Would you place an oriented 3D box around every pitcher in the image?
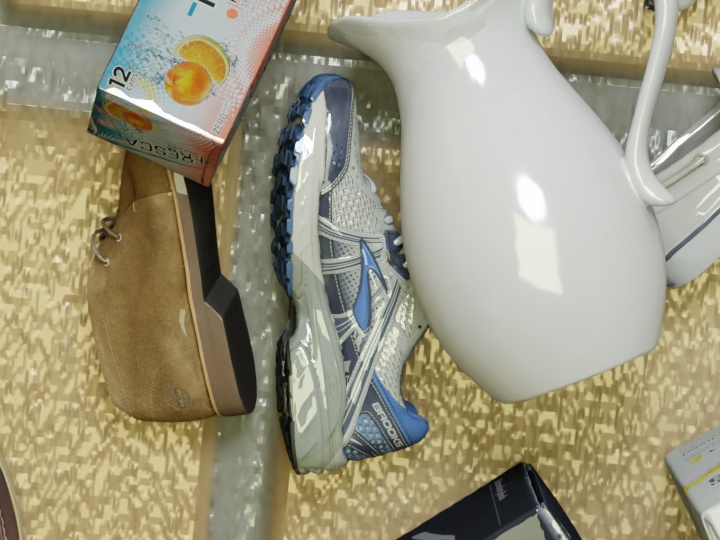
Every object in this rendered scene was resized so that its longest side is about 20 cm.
[{"bbox_3d":[0.092,-0.051,1.386,0.171,0.121,0.201,-20,91,26],"label":"pitcher"}]

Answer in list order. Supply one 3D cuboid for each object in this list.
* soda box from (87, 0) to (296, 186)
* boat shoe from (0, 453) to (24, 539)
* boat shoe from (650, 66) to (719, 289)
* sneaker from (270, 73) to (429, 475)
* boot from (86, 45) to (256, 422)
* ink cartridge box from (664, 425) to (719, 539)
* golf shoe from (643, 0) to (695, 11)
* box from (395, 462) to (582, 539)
[{"bbox_3d":[-0.061,-0.145,1.402,0.068,0.064,0.201,25,69,-2],"label":"soda box"},{"bbox_3d":[-0.229,0.079,1.456,0.072,0.072,0.201,-21,94,3],"label":"boat shoe"},{"bbox_3d":[0.202,-0.082,1.441,0.066,0.072,0.200,43,102,-7],"label":"boat shoe"},{"bbox_3d":[0.000,0.000,1.454,0.085,0.077,0.201,-3,102,-9],"label":"sneaker"},{"bbox_3d":[-0.108,-0.020,1.451,0.075,0.074,0.201,-9,97,12],"label":"boot"},{"bbox_3d":[0.245,0.132,1.389,0.145,0.200,0.145,-27,94,3],"label":"ink cartridge box"},{"bbox_3d":[0.212,-0.202,1.424,0.094,0.078,0.201,31,96,-2],"label":"golf shoe"},{"bbox_3d":[0.030,0.196,1.424,0.199,0.148,0.105,-31,94,4],"label":"box"}]
